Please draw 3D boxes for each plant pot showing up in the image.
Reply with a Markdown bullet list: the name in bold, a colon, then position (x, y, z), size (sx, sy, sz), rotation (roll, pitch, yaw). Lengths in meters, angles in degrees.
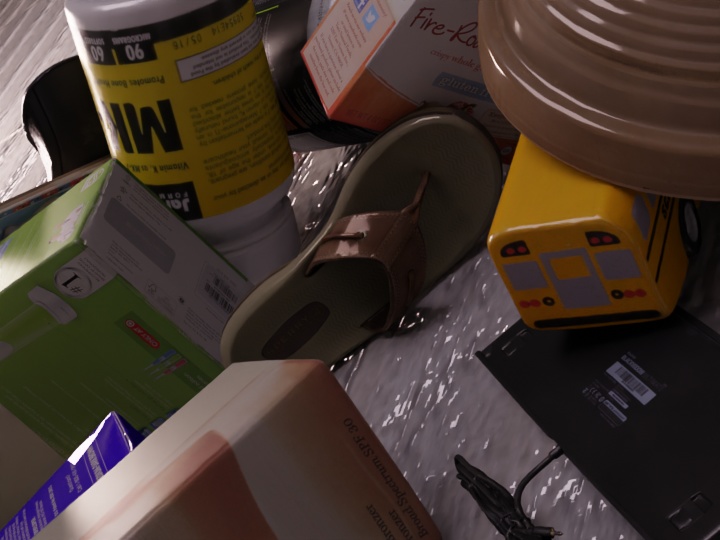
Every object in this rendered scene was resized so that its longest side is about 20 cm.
- **plant pot**: position (0.146, -0.129, 0.557), size (0.200, 0.093, 0.201), rotation (-4, 45, 4)

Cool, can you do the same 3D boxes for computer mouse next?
- **computer mouse**: position (-0.161, -0.082, 0.976), size (0.140, 0.200, 0.046), rotation (-28, 62, -22)

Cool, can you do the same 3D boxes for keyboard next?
- **keyboard**: position (0.093, 0.066, 0.551), size (0.127, 0.021, 0.200), rotation (-39, 23, 0)

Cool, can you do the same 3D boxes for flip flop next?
- **flip flop**: position (0.000, 0.000, 0.731), size (0.200, 0.081, 0.058), rotation (-44, 19, 16)

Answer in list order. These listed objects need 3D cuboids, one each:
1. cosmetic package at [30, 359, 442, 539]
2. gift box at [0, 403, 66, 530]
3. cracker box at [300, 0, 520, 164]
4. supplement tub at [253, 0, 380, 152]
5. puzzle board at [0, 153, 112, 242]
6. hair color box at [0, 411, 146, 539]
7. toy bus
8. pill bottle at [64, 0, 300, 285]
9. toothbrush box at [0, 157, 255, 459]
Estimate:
- **cosmetic package**: position (-0.076, 0.135, 0.559), size (0.200, 0.104, 0.087), rotation (-43, 17, -27)
- **gift box**: position (-0.236, 0.161, 0.741), size (0.200, 0.187, 0.185), rotation (17, 63, 48)
- **cracker box**: position (0.079, -0.151, 0.704), size (0.200, 0.133, 0.058), rotation (-51, 46, 33)
- **supplement tub**: position (-0.018, -0.145, 0.936), size (0.123, 0.123, 0.200), rotation (-55, 26, -19)
- **puzzle board**: position (-0.183, -0.027, 0.972), size (0.200, 0.017, 0.151), rotation (-29, -24, -32)
- **hair color box**: position (-0.141, 0.179, 0.646), size (0.200, 0.109, 0.065), rotation (-47, 24, -3)
- **toy bus**: position (0.116, -0.061, 0.621), size (0.065, 0.078, 0.200), rotation (-8, 41, 30)
- **pill bottle**: position (-0.106, -0.093, 0.879), size (0.114, 0.201, 0.114), rotation (-11, 27, 6)
- **toothbrush box**: position (-0.177, 0.046, 0.867), size (0.200, 0.146, 0.086), rotation (-32, 28, 30)
